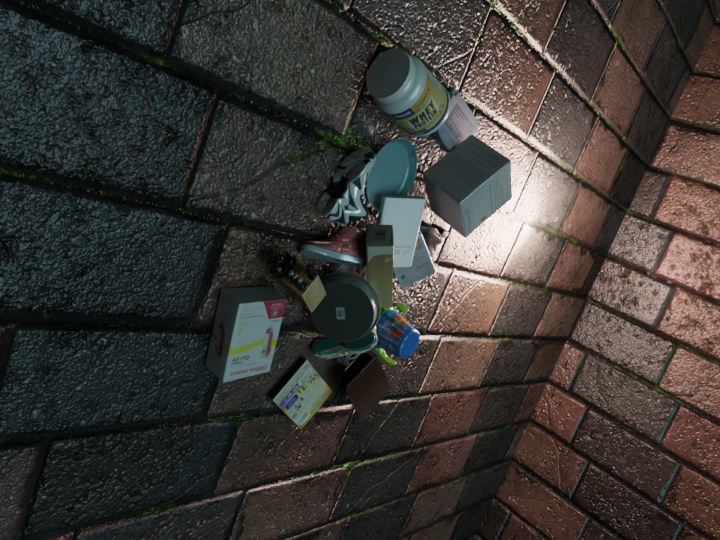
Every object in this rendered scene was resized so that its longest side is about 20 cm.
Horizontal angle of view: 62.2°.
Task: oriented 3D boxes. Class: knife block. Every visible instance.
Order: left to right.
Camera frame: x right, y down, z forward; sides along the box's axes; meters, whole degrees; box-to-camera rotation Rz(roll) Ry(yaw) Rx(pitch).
[{"bbox_3d":[-0.129,0.033,1.407,0.064,0.175,0.200,-50,120,-11],"label":"knife block"}]

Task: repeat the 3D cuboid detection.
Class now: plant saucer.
[{"bbox_3d":[0.078,-0.257,1.601,0.199,0.027,0.203,-29,133,-36],"label":"plant saucer"}]

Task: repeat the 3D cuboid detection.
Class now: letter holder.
[{"bbox_3d":[-0.003,0.338,1.834,0.142,0.100,0.201,-45,140,-16],"label":"letter holder"}]

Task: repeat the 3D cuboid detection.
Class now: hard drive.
[{"bbox_3d":[0.101,-0.106,1.642,0.130,0.027,0.203,-2,116,-28],"label":"hard drive"}]

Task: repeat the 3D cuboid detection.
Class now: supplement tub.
[{"bbox_3d":[0.115,-0.427,1.438,0.199,0.143,0.146,22,96,-53],"label":"supplement tub"}]

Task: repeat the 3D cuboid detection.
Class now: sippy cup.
[{"bbox_3d":[0.109,0.200,1.849,0.140,0.130,0.179,-44,141,-20],"label":"sippy cup"}]

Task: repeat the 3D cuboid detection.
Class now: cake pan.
[{"bbox_3d":[-0.047,0.103,1.564,0.037,0.197,0.204,-73,174,-67],"label":"cake pan"}]

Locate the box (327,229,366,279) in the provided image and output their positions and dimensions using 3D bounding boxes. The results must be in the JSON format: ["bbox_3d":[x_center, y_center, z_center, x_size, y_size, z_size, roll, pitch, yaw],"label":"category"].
[{"bbox_3d":[0.000,0.000,1.671,0.145,0.036,0.201,-50,141,-14],"label":"box"}]

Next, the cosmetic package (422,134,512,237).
[{"bbox_3d":[0.314,-0.245,1.737,0.199,0.166,0.168,-39,145,-10],"label":"cosmetic package"}]

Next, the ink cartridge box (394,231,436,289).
[{"bbox_3d":[0.140,-0.044,1.754,0.118,0.042,0.201,-27,134,1],"label":"ink cartridge box"}]

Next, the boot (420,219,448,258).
[{"bbox_3d":[0.178,-0.062,1.818,0.198,0.069,0.176,13,111,-45],"label":"boot"}]

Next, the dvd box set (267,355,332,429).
[{"bbox_3d":[-0.168,0.350,1.701,0.147,0.029,0.201,-49,141,-16],"label":"dvd box set"}]

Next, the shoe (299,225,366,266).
[{"bbox_3d":[-0.066,-0.072,1.524,0.198,0.071,0.093,11,78,-36],"label":"shoe"}]

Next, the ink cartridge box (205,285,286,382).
[{"bbox_3d":[-0.269,0.147,1.408,0.144,0.083,0.203,-4,116,-48],"label":"ink cartridge box"}]

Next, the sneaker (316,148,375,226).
[{"bbox_3d":[-0.011,-0.197,1.494,0.201,0.079,0.129,-59,144,-2],"label":"sneaker"}]

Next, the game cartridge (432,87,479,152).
[{"bbox_3d":[0.270,-0.415,1.717,0.199,0.041,0.135,33,83,-53],"label":"game cartridge"}]

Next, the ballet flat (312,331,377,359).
[{"bbox_3d":[-0.039,0.205,1.653,0.064,0.197,0.077,50,37,-54],"label":"ballet flat"}]

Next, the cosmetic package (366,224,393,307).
[{"bbox_3d":[0.052,-0.010,1.578,0.070,0.106,0.203,0,128,1],"label":"cosmetic package"}]

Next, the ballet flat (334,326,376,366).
[{"bbox_3d":[0.002,0.197,1.765,0.201,0.071,0.069,-53,172,-10],"label":"ballet flat"}]
